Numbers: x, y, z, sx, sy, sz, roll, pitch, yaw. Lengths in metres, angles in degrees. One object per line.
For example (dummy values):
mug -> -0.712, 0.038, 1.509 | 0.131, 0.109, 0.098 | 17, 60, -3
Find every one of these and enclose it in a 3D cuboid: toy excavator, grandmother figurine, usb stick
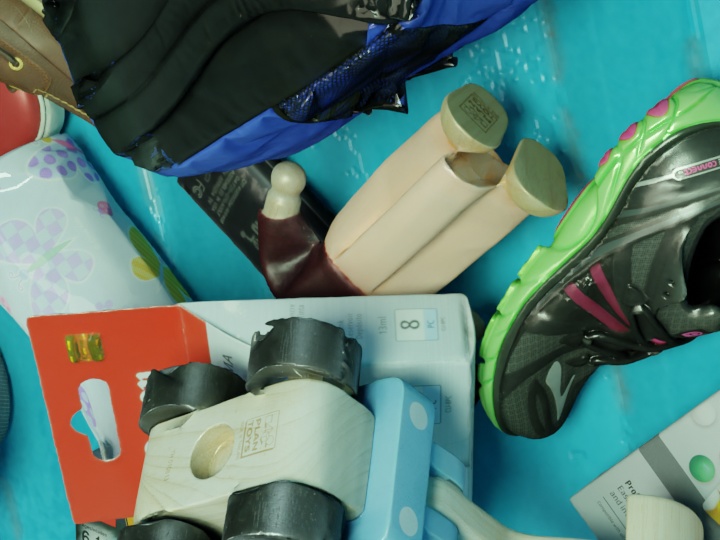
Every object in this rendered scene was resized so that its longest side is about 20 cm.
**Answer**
toy excavator -> 0.023, 0.107, 0.827 | 0.194, 0.200, 0.100 | -20, 50, 35
grandmother figurine -> 0.000, 0.000, 0.885 | 0.121, 0.061, 0.200 | 47, 123, 4
usb stick -> -0.017, 0.002, 0.956 | 0.200, 0.033, 0.056 | 46, 133, 14

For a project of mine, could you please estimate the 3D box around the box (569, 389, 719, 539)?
box -> 0.207, 0.108, 0.825 | 0.200, 0.041, 0.156 | -41, 81, 36

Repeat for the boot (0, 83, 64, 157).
boot -> -0.267, -0.066, 1.041 | 0.199, 0.144, 0.073 | -11, 99, 37

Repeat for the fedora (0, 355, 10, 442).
fedora -> -0.276, 0.056, 1.123 | 0.200, 0.090, 0.177 | 51, 129, 2

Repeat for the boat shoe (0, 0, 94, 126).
boat shoe -> -0.166, -0.125, 0.949 | 0.067, 0.072, 0.200 | -33, 123, 23

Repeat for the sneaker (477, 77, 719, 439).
sneaker -> 0.116, 0.011, 0.836 | 0.084, 0.077, 0.200 | 42, 129, 14

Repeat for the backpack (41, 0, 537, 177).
backpack -> -0.030, -0.129, 0.830 | 0.199, 0.167, 0.163 | -31, 74, 35

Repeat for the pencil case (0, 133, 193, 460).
pencil case -> -0.136, 0.026, 1.016 | 0.091, 0.083, 0.200 | -39, 80, 15

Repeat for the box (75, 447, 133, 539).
box -> -0.070, 0.186, 1.051 | 0.199, 0.040, 0.138 | 15, 113, 31

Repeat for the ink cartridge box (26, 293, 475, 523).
ink cartridge box -> -0.047, 0.083, 0.897 | 0.198, 0.047, 0.161 | -3, 137, 0
